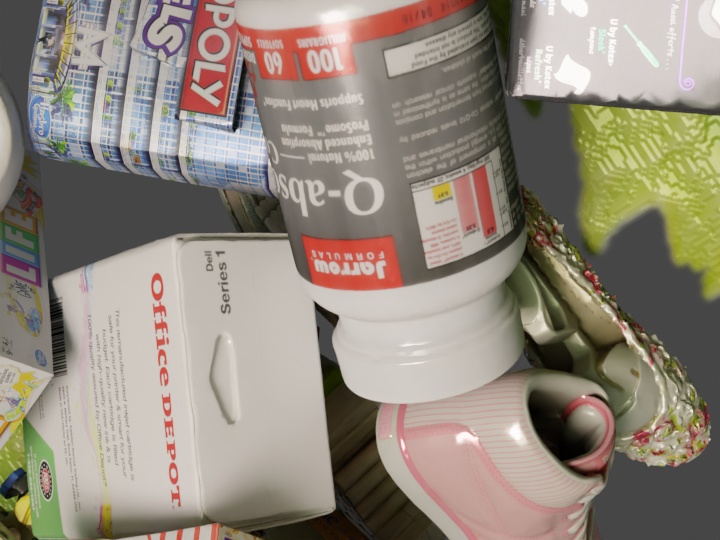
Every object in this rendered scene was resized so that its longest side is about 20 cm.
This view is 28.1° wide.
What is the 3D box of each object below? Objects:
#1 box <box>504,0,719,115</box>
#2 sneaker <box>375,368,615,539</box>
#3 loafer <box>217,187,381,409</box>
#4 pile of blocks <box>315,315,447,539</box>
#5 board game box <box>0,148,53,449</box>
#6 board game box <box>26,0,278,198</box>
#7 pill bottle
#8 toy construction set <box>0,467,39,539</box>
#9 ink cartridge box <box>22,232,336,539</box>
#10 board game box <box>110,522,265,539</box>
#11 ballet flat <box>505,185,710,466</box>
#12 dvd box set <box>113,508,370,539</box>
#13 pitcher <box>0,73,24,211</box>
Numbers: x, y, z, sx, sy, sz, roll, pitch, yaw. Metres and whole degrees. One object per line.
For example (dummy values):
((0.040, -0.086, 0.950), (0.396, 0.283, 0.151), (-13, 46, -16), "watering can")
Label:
((0.177, -0.132, 0.666), (0.198, 0.122, 0.107), (7, 109, 17), "box")
((0.104, 0.119, 0.756), (0.104, 0.076, 0.200), (-19, 132, 32), "sneaker")
((0.000, 0.000, 0.788), (0.200, 0.072, 0.063), (53, 155, -6), "loafer")
((-0.009, 0.094, 0.845), (0.062, 0.082, 0.201), (-40, 104, -20), "pile of blocks")
((-0.226, 0.033, 0.822), (0.034, 0.201, 0.135), (24, 118, -30), "board game box")
((-0.064, -0.145, 0.748), (0.198, 0.062, 0.202), (9, 87, 10), "board game box")
((0.017, -0.047, 0.681), (0.115, 0.116, 0.201), (-5, 112, 20), "pill bottle")
((-0.230, 0.182, 0.885), (0.092, 0.200, 0.131), (42, 84, -7), "toy construction set")
((-0.107, 0.067, 0.774), (0.199, 0.084, 0.146), (-14, 80, 52), "ink cartridge box")
((-0.062, 0.180, 0.734), (0.151, 0.200, 0.047), (-15, 60, 36), "board game box")
((0.111, 0.037, 0.775), (0.076, 0.064, 0.200), (-42, 92, 23), "ballet flat")
((-0.056, 0.190, 0.865), (0.200, 0.029, 0.147), (40, 123, 17), "dvd box set")
((-0.261, -0.095, 0.797), (0.200, 0.120, 0.173), (4, 93, 59), "pitcher")
